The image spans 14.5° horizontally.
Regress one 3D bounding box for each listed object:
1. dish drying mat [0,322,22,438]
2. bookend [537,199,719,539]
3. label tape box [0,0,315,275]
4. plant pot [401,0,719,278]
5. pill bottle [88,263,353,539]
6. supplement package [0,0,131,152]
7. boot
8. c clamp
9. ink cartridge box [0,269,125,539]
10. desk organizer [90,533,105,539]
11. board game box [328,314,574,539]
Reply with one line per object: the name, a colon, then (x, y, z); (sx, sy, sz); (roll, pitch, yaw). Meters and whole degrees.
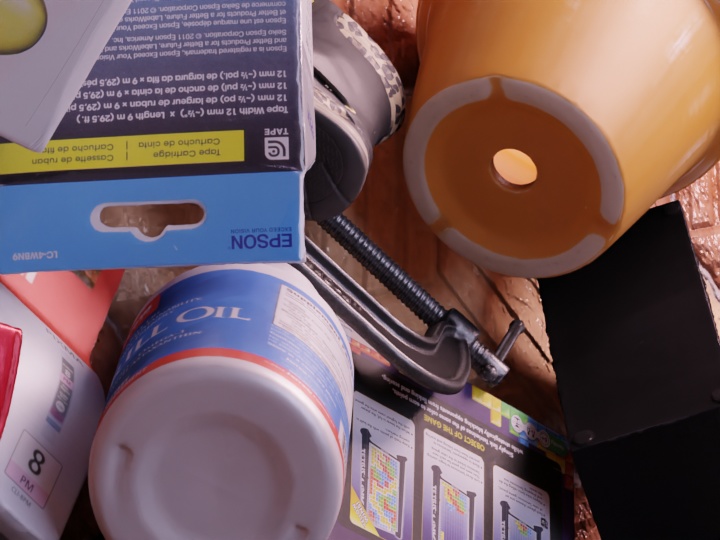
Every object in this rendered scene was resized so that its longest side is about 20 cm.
dish drying mat: (-0.231, 0.038, 1.142); (0.199, 0.018, 0.077); (16, 83, -32)
bookend: (0.174, 0.104, 1.577); (0.199, 0.091, 0.201); (-95, 167, -58)
label tape box: (-0.094, -0.089, 1.314); (0.066, 0.142, 0.202); (77, 11, -73)
plant pot: (0.110, -0.097, 1.547); (0.201, 0.199, 0.184); (53, 36, -17)
pill bottle: (-0.059, 0.061, 1.285); (0.113, 0.112, 0.200); (55, 11, -14)
supplement package: (-0.191, -0.190, 1.197); (0.199, 0.192, 0.147); (27, 7, -41)
boot: (-0.065, -0.112, 1.443); (0.199, 0.073, 0.151); (35, 21, 4)
c clamp: (0.000, 0.000, 1.457); (0.200, 0.027, 0.171); (41, 19, -7)
ink cartridge box: (-0.173, 0.009, 1.265); (0.163, 0.057, 0.201); (45, 45, -25)
desk organizer: (-0.120, 0.163, 1.218); (0.200, 0.077, 0.072); (-28, 93, -54)
board game box: (0.029, 0.133, 1.444); (0.200, 0.056, 0.166); (30, 51, -39)
